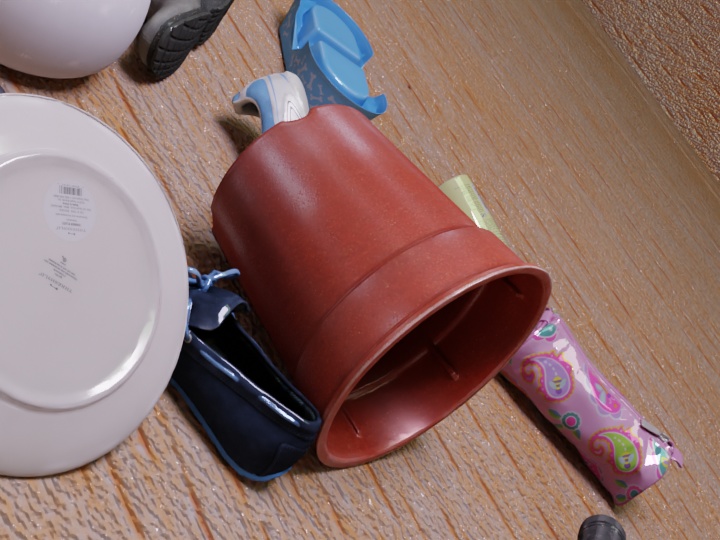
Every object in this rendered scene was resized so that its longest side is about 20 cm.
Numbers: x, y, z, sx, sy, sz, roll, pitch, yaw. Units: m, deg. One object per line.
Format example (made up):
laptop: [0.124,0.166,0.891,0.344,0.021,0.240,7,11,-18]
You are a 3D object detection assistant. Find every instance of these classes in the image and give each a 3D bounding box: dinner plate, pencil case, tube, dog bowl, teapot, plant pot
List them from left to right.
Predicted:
dinner plate: [-0.163,0.006,0.548,0.199,0.024,0.203,11,76,-49]
teapot: [-0.221,-0.249,0.749,0.196,0.146,0.201,30,34,-22]
dog bowl: [-0.035,-0.225,1.125,0.111,0.049,0.202,29,34,-34]
plant pot: [0.000,0.000,0.749,0.200,0.201,0.196,4,42,-54]
tube: [0.142,-0.007,1.117,0.057,0.052,0.202,-26,76,-19]
pencil case: [0.220,0.131,1.007,0.200,0.087,0.087,48,27,-1]

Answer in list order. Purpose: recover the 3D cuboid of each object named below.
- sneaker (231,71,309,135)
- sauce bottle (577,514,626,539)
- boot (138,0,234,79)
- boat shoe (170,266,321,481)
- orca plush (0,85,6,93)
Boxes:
sneaker: [-0.055,-0.074,0.898,0.072,0.072,0.202,56,13,-77]
sauce bottle: [0.177,0.256,0.798,0.066,0.066,0.200,47,29,-2]
boot: [-0.193,-0.246,0.915,0.130,0.068,0.201,35,24,-9]
boat shoe: [-0.095,0.037,0.672,0.200,0.069,0.084,49,27,0]
orca plush: [-0.230,-0.041,0.606,0.104,0.071,0.201,-22,60,-15]
